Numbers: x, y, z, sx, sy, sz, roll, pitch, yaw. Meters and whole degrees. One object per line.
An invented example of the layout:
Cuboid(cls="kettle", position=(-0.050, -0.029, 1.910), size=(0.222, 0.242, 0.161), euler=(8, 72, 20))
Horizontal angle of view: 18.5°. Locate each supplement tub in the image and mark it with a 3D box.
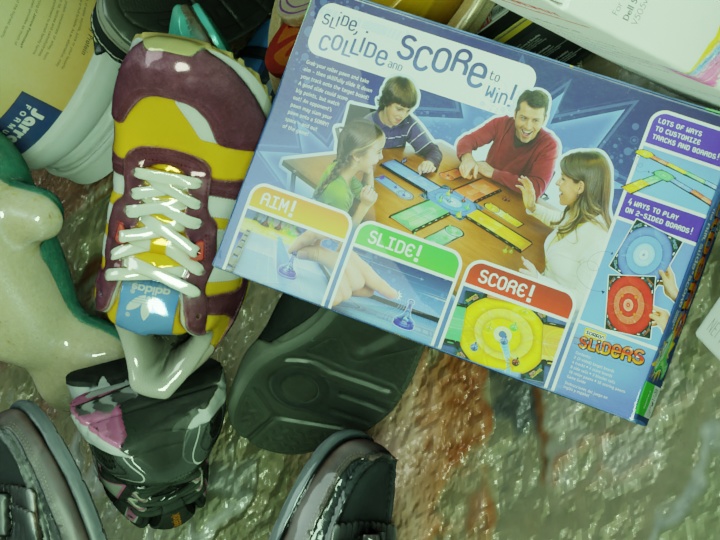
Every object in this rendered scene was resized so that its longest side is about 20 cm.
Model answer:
Cuboid(cls="supplement tub", position=(-0.228, -0.147, 1.348), size=(0.144, 0.200, 0.144), euler=(-35, 41, 38))

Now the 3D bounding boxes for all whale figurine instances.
Cuboid(cls="whale figurine", position=(-0.216, -0.009, 1.302), size=(0.159, 0.200, 0.104), euler=(-38, 15, 38))

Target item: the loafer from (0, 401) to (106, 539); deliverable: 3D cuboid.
Cuboid(cls="loafer", position=(-0.155, 0.167, 1.104), size=(0.072, 0.063, 0.200), euler=(-7, 103, 63))

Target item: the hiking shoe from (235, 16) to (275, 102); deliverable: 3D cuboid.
Cuboid(cls="hiking shoe", position=(-0.049, -0.084, 1.202), size=(0.200, 0.074, 0.087), euler=(-35, 36, 27))

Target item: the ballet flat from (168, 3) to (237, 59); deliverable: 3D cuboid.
Cuboid(cls="ballet flat", position=(-0.067, -0.056, 1.089), size=(0.070, 0.200, 0.067), euler=(-29, 59, 6))

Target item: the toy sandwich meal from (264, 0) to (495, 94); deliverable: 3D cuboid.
Cuboid(cls="toy sandwich meal", position=(0.006, -0.166, 1.060), size=(0.205, 0.070, 0.205), euler=(-33, 42, 36))

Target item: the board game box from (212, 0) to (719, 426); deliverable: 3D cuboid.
Cuboid(cls="board game box", position=(0.051, -0.030, 0.951), size=(0.200, 0.034, 0.135), euler=(21, 89, 18))

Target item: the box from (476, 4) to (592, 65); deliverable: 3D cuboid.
Cuboid(cls="box", position=(0.109, -0.188, 1.047), size=(0.200, 0.049, 0.160), euler=(-32, 46, 42))

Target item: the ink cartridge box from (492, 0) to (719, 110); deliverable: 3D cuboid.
Cuboid(cls="ink cartridge box", position=(0.104, -0.122, 0.881), size=(0.117, 0.200, 0.067), euler=(30, 97, 56))

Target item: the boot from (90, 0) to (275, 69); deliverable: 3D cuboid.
Cuboid(cls="boot", position=(-0.106, -0.143, 1.240), size=(0.154, 0.073, 0.204), euler=(-35, 7, 44))

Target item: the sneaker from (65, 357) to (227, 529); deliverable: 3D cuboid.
Cuboid(cls="sneaker", position=(-0.101, 0.093, 1.139), size=(0.200, 0.080, 0.086), euler=(-148, 42, -81))

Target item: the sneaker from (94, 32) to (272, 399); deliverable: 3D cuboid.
Cuboid(cls="sneaker", position=(-0.083, -0.020, 1.008), size=(0.200, 0.075, 0.090), euler=(87, -161, -54))

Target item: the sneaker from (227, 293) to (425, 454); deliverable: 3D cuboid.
Cuboid(cls="sneaker", position=(0.000, 0.000, 1.078), size=(0.114, 0.076, 0.199), euler=(-86, 22, -52))

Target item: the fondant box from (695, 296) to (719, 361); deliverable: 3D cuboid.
Cuboid(cls="fondant box", position=(0.224, -0.013, 0.783), size=(0.200, 0.058, 0.144), euler=(-57, 35, 15))

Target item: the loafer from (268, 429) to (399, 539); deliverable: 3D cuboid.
Cuboid(cls="loafer", position=(-0.014, 0.175, 1.017), size=(0.063, 0.072, 0.200), euler=(23, 98, 37))
